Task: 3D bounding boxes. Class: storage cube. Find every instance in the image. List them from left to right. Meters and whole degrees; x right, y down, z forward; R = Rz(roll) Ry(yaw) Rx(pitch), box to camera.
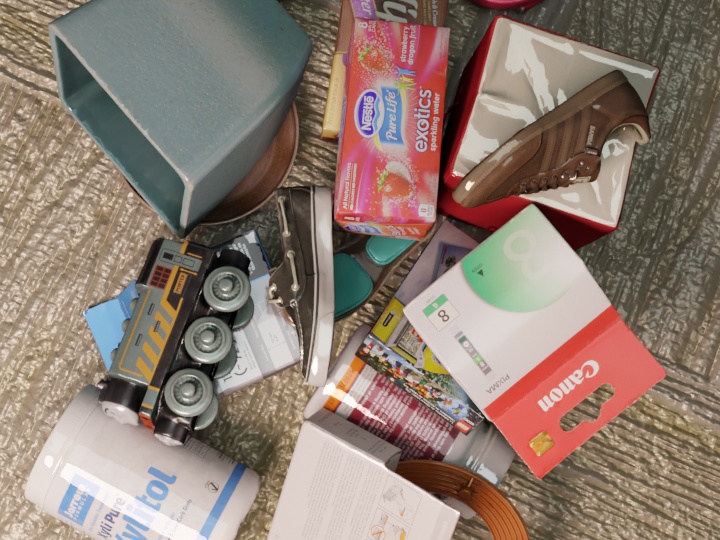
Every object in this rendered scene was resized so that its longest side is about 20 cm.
[{"bbox_3d":[0.177,-0.131,1.201,0.198,0.180,0.172,18,82,-3],"label":"storage cube"}]

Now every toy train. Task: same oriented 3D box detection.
[{"bbox_3d":[-0.175,0.064,1.129,0.113,0.085,0.201,17,72,5],"label":"toy train"}]

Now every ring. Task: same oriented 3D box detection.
[{"bbox_3d":[0.069,0.275,1.164,0.199,0.019,0.202,7,117,13],"label":"ring"}]

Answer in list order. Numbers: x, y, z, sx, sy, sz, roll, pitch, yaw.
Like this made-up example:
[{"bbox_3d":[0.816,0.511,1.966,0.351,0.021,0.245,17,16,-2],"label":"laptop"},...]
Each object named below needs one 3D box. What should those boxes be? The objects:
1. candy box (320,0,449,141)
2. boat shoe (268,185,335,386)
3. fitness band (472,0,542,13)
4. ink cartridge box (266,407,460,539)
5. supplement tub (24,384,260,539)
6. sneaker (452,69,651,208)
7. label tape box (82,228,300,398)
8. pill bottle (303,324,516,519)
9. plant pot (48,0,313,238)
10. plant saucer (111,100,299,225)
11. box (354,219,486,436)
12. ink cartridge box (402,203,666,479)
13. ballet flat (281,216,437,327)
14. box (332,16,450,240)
[{"bbox_3d":[0.029,-0.234,1.264,0.116,0.056,0.202,9,84,-3],"label":"candy box"},{"bbox_3d":[-0.058,0.015,1.143,0.063,0.071,0.202,0,72,-6],"label":"boat shoe"},{"bbox_3d":[0.182,-0.373,1.305,0.199,0.037,0.144,-34,84,-8],"label":"fitness band"},{"bbox_3d":[0.000,0.261,1.134,0.175,0.045,0.201,27,114,20],"label":"ink cartridge box"},{"bbox_3d":[-0.210,0.214,1.154,0.199,0.132,0.133,28,82,-1],"label":"supplement tub"},{"bbox_3d":[0.179,-0.103,1.072,0.199,0.070,0.076,-35,88,-7],"label":"sneaker"},{"bbox_3d":[-0.170,0.064,1.208,0.199,0.066,0.144,-23,85,-8],"label":"label tape box"},{"bbox_3d":[0.051,0.155,1.189,0.199,0.114,0.115,35,82,1],"label":"pill bottle"},{"bbox_3d":[-0.160,-0.187,1.148,0.200,0.196,0.196,-42,87,-17],"label":"plant pot"},{"bbox_3d":[-0.165,-0.145,1.249,0.199,0.037,0.202,1,83,-5],"label":"plant saucer"},{"bbox_3d":[0.096,0.053,1.188,0.136,0.038,0.200,36,46,0],"label":"box"},{"bbox_3d":[0.160,0.065,1.092,0.161,0.050,0.200,-39,73,1],"label":"ink cartridge box"},{"bbox_3d":[0.000,0.000,1.224,0.199,0.067,0.068,-36,84,-16],"label":"ballet flat"},{"bbox_3d":[0.029,-0.139,1.173,0.099,0.096,0.202,6,80,-3],"label":"box"}]
